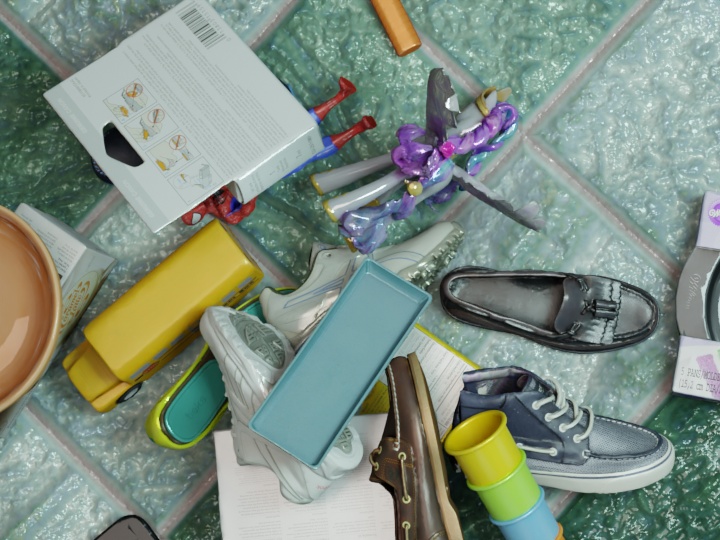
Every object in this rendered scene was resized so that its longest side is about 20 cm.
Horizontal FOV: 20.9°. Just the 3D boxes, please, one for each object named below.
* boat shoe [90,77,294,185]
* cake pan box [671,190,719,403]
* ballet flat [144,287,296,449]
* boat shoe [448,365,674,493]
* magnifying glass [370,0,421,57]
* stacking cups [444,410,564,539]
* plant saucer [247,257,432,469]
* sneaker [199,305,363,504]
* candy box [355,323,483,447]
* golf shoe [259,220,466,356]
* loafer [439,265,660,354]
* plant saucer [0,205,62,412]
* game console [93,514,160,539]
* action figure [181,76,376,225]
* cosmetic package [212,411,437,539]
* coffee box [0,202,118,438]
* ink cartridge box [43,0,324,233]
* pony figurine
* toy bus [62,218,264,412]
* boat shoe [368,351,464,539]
[{"bbox_3d":[-0.161,-0.140,1.801,0.199,0.069,0.085,-26,81,4],"label":"boat shoe"},{"bbox_3d":[0.376,0.034,1.714,0.199,0.052,0.186,11,83,9],"label":"cake pan box"},{"bbox_3d":[-0.123,0.087,1.765,0.067,0.067,0.200,49,62,-9],"label":"ballet flat"},{"bbox_3d":[0.173,0.135,1.701,0.198,0.075,0.093,-1,123,7],"label":"boat shoe"},{"bbox_3d":[0.003,-0.291,1.817,0.079,0.022,0.201,-27,82,5],"label":"magnifying glass"},{"bbox_3d":[0.141,0.219,1.683,0.060,0.061,0.201,-27,107,5],"label":"stacking cups"},{"bbox_3d":[-0.016,0.079,1.651,0.070,0.019,0.200,31,58,7],"label":"plant saucer"},{"bbox_3d":[-0.090,0.120,1.688,0.100,0.078,0.200,-50,62,26],"label":"sneaker"},{"bbox_3d":[0.022,0.148,1.765,0.102,0.026,0.201,35,90,8],"label":"candy box"},{"bbox_3d":[0.000,0.000,1.748,0.199,0.078,0.097,-35,77,-11],"label":"golf shoe"},{"bbox_3d":[0.166,0.033,1.737,0.198,0.063,0.072,7,85,9],"label":"loafer"},{"bbox_3d":[-0.352,0.036,1.713,0.199,0.037,0.202,-2,82,13],"label":"plant saucer"},{"bbox_3d":[-0.220,0.344,1.734,0.176,0.116,0.200,-39,81,3],"label":"game console"},{"bbox_3d":[-0.090,-0.100,1.767,0.199,0.099,0.065,-34,80,14],"label":"action figure"},{"bbox_3d":[-0.024,0.208,1.726,0.198,0.052,0.152,-6,80,9],"label":"cosmetic package"},{"bbox_3d":[-0.317,0.048,1.781,0.079,0.114,0.201,33,89,11],"label":"coffee box"},{"bbox_3d":[-0.157,-0.133,1.733,0.173,0.044,0.200,-35,60,-10],"label":"ink cartridge box"},{"bbox_3d":[0.061,-0.093,1.707,0.199,0.193,0.167,-30,108,1],"label":"pony figurine"},{"bbox_3d":[-0.183,0.043,1.779,0.200,0.078,0.065,-40,80,2],"label":"toy bus"},{"bbox_3d":[0.041,0.172,1.659,0.070,0.070,0.201,-12,81,3],"label":"boat shoe"}]
